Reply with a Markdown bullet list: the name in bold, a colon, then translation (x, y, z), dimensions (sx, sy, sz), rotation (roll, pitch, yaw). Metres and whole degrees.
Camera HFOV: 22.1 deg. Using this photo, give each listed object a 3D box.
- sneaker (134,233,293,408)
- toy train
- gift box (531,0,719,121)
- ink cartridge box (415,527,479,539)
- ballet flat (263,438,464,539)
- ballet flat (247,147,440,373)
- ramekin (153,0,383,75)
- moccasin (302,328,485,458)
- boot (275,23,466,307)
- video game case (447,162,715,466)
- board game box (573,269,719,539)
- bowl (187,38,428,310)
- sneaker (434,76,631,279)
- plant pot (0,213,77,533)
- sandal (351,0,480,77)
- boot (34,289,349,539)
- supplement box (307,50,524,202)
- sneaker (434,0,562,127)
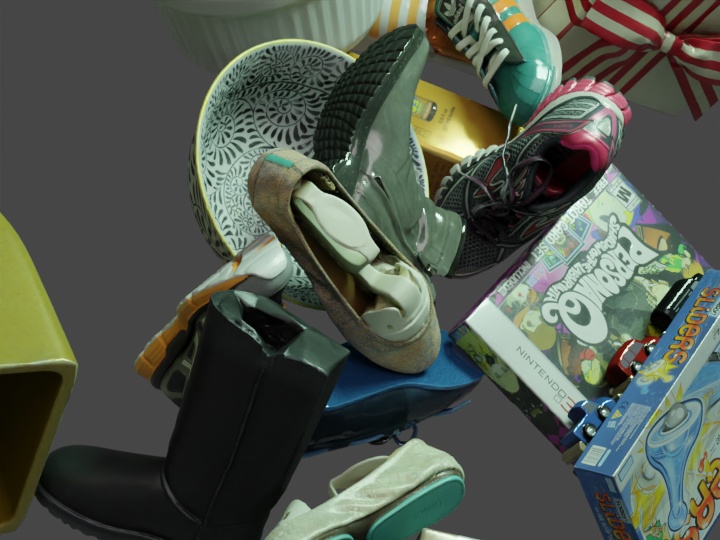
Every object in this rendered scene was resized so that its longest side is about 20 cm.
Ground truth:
- **sneaker**: translation (-0.085, 0.043, 1.249), dimensions (0.078, 0.200, 0.077), rotation (-38, 84, -33)
- **toy train**: translation (0.202, 0.071, 1.331), dimensions (0.046, 0.034, 0.200), rotation (42, 59, -1)
- **gift box**: translation (0.229, -0.232, 1.496), dimensions (0.183, 0.200, 0.188), rotation (11, 50, -27)
- **ink cartridge box**: translation (0.117, 0.274, 1.218), dimensions (0.199, 0.075, 0.166), rotation (12, 58, -5)
- **ballet flat**: translation (-0.016, 0.176, 1.265), dimensions (0.199, 0.068, 0.062), rotation (-24, 47, -32)
- **ballet flat**: translation (0.000, 0.000, 1.231), dimensions (0.200, 0.067, 0.068), rotation (46, 69, -25)
- **ramekin**: translation (-0.071, -0.232, 1.445), dimensions (0.201, 0.095, 0.203), rotation (-7, 41, 6)
- **moccasin**: translation (0.004, 0.086, 1.309), dimensions (0.199, 0.068, 0.081), rotation (-6, 43, -43)
- **boot**: translation (0.027, -0.064, 1.328), dimensions (0.130, 0.068, 0.201), rotation (36, 67, -28)
- **video game case**: translation (0.189, 0.046, 1.376), dimensions (0.181, 0.036, 0.200), rotation (46, 59, -1)
- **board game box**: translation (0.231, 0.116, 1.309), dimensions (0.034, 0.136, 0.200), rotation (10, 49, 40)
- **bowl**: translation (-0.055, -0.060, 1.359), dimensions (0.200, 0.094, 0.202), rotation (10, 72, -32)
- **sneaker**: translation (0.114, -0.060, 1.354), dimensions (0.080, 0.200, 0.075), rotation (35, 38, -10)
- **plant pot**: translation (-0.314, 0.044, 1.188), dimensions (0.193, 0.196, 0.201), rotation (-3, 52, -27)
- **sandal**: translation (0.062, -0.213, 1.518), dimensions (0.205, 0.059, 0.080), rotation (13, 56, -5)
- **boot**: translation (-0.114, 0.097, 1.197), dimensions (0.164, 0.201, 0.066), rotation (21, 38, -4)
- **supplement box**: translation (0.054, -0.099, 1.442), dimensions (0.199, 0.069, 0.067), rotation (23, 55, 0)
- **sneaker**: translation (0.096, -0.187, 1.438), dimensions (0.079, 0.072, 0.201), rotation (13, 39, -25)
